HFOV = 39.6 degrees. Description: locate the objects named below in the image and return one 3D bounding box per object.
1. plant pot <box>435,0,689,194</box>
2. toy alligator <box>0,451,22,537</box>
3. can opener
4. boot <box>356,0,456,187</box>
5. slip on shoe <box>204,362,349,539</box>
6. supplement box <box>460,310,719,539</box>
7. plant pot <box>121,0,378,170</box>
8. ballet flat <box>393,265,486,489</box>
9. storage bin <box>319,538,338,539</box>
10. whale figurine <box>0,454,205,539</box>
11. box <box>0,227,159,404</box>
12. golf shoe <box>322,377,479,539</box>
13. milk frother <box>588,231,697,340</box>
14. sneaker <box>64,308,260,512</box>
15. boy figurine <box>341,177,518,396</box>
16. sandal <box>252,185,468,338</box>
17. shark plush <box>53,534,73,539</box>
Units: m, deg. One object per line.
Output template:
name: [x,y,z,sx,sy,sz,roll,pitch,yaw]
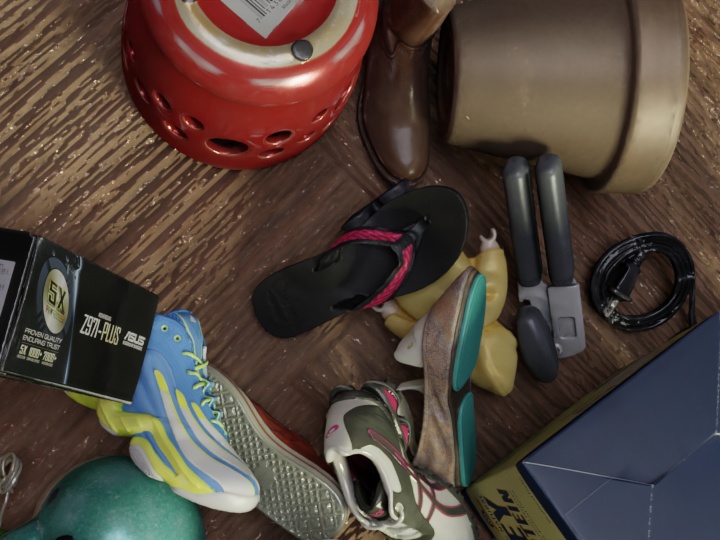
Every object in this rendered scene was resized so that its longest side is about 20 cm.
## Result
plant pot: [0.156,-0.165,0.845,0.174,0.200,0.201,0,81,-4]
toy alligator: [-0.275,0.239,0.749,0.054,0.059,0.201,35,66,-50]
can opener: [0.152,0.004,0.833,0.053,0.067,0.201,-3,124,18]
boot: [0.046,-0.179,0.809,0.064,0.200,0.187,-7,82,-14]
slip on shoe: [-0.090,0.140,0.805,0.200,0.061,0.074,38,96,8]
supplement box: [0.212,0.161,0.786,0.200,0.200,0.134,-33,79,-16]
plant pot: [-0.090,-0.198,0.794,0.200,0.182,0.201,2,79,-11]
ballet flat: [0.060,0.088,0.808,0.067,0.068,0.201,10,112,22]
storage bin: [-0.030,0.307,0.751,0.145,0.134,0.200,27,77,-8]
whale figurine: [-0.190,0.234,0.724,0.159,0.104,0.200,38,66,-25]
box: [-0.269,0.024,0.686,0.199,0.164,0.086,8,78,18]
golf shoe: [0.025,0.184,0.787,0.077,0.088,0.200,-23,109,26]
milk frother: [0.312,0.054,0.843,0.199,0.188,0.181,14,78,-11]
sneaker: [-0.139,0.091,0.750,0.200,0.076,0.105,33,92,20]
boy figurine: [0.075,0.016,0.851,0.124,0.064,0.200,-39,93,10]
sandal: [0.000,0.000,0.807,0.200,0.045,0.075,-29,92,12]
shark plush: [-0.213,0.208,0.657,0.199,0.091,0.084,-8,51,14]
